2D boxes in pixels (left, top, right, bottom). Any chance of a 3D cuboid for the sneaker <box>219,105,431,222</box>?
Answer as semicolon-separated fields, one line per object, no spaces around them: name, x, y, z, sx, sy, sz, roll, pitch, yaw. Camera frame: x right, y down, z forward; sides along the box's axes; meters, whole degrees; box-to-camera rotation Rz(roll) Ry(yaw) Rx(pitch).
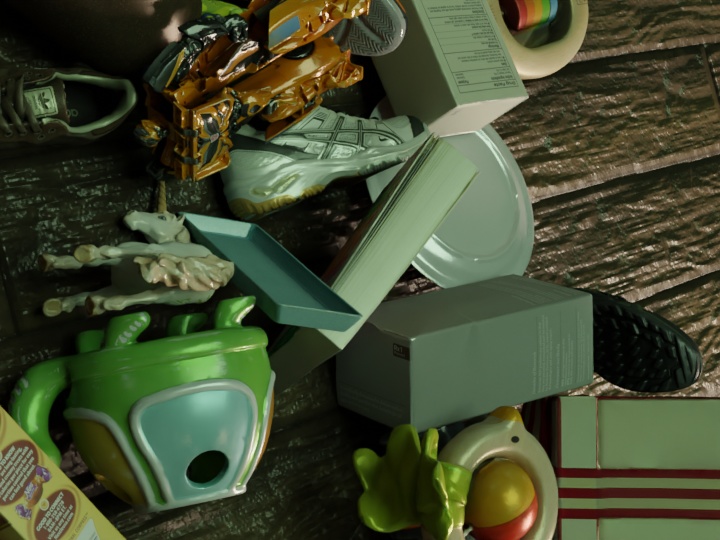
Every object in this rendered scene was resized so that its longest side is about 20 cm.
sneaker;-0.028;-0.108;1.390;0.199;0.075;0.088;-20;88;-37

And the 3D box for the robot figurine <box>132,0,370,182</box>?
robot figurine;-0.081;-0.140;1.273;0.200;0.058;0.146;-37;151;-29

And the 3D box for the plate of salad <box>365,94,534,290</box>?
plate of salad;0.074;-0.067;1.521;0.199;0.048;0.202;21;55;-33

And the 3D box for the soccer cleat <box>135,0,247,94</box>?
soccer cleat;-0.100;-0.185;1.360;0.200;0.064;0.084;-26;93;-47

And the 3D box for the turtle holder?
turtle holder;-0.142;0.097;1.180;0.185;0.140;0.133;-7;85;-48

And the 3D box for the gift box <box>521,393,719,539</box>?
gift box;0.229;0.197;1.493;0.200;0.185;0.187;86;4;-81

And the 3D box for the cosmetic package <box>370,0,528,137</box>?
cosmetic package;0.055;-0.220;1.498;0.103;0.073;0.202;-11;76;-46

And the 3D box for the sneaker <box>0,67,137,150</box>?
sneaker;-0.241;-0.115;1.182;0.199;0.075;0.071;-15;90;-48

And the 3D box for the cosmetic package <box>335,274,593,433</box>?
cosmetic package;0.086;0.064;1.416;0.199;0.106;0.091;-14;108;-32

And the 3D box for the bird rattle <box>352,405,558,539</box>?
bird rattle;0.093;0.195;1.304;0.163;0.112;0.201;-37;105;-29

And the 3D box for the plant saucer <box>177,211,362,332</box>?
plant saucer;-0.071;0.000;1.258;0.069;0.200;0.019;9;106;-30

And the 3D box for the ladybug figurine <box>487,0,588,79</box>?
ladybug figurine;0.140;-0.243;1.621;0.199;0.072;0.137;-18;93;-47

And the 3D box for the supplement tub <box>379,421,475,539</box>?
supplement tub;0.080;0.219;1.405;0.107;0.106;0.202;-25;96;-47

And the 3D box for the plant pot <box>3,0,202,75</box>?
plant pot;-0.198;-0.242;1.209;0.201;0.186;0.188;58;44;-35

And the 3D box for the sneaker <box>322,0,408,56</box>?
sneaker;-0.035;-0.255;1.389;0.199;0.078;0.112;34;39;4

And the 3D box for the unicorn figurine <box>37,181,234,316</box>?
unicorn figurine;-0.154;-0.005;1.217;0.136;0.200;0.075;-10;113;-33

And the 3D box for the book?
book;0.000;0.000;1.340;0.048;0.134;0.201;39;59;-7

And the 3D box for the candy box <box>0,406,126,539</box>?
candy box;-0.236;0.146;1.085;0.200;0.116;0.057;51;48;-25

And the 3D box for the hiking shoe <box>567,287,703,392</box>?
hiking shoe;0.227;0.050;1.545;0.100;0.199;0.076;-15;119;-49
